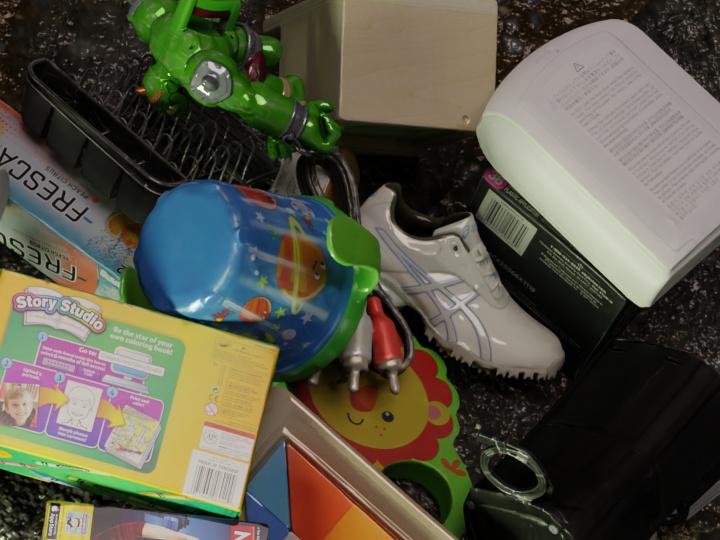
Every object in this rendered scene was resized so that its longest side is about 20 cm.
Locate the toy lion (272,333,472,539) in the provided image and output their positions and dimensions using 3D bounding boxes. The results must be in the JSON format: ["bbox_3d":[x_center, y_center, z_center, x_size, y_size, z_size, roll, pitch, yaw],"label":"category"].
[{"bbox_3d":[0.007,0.128,1.531,0.200,0.069,0.191,45,50,13],"label":"toy lion"}]

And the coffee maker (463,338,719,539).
[{"bbox_3d":[0.177,0.141,1.488,0.134,0.193,0.200,29,52,23],"label":"coffee maker"}]

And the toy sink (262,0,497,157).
[{"bbox_3d":[0.009,-0.151,1.650,0.129,0.200,0.113,3,87,-22],"label":"toy sink"}]

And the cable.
[{"bbox_3d":[0.000,0.000,1.537,0.096,0.050,0.202,9,68,-26],"label":"cable"}]

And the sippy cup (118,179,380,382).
[{"bbox_3d":[-0.084,-0.001,1.454,0.130,0.178,0.140,23,25,-51],"label":"sippy cup"}]

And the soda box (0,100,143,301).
[{"bbox_3d":[-0.236,-0.050,1.564,0.199,0.064,0.068,36,56,8],"label":"soda box"}]

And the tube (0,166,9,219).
[{"bbox_3d":[-0.354,-0.078,1.518,0.198,0.052,0.058,15,70,11],"label":"tube"}]

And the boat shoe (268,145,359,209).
[{"bbox_3d":[-0.067,-0.011,1.593,0.069,0.071,0.201,13,60,24],"label":"boat shoe"}]

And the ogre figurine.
[{"bbox_3d":[-0.105,-0.156,1.559,0.119,0.098,0.201,20,39,-43],"label":"ogre figurine"}]

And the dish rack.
[{"bbox_3d":[-0.152,-0.108,1.589,0.153,0.055,0.200,41,31,17],"label":"dish rack"}]

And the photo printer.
[{"bbox_3d":[0.195,-0.089,1.554,0.200,0.070,0.166,44,58,12],"label":"photo printer"}]

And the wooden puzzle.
[{"bbox_3d":[-0.047,0.208,1.422,0.200,0.037,0.185,40,90,13],"label":"wooden puzzle"}]

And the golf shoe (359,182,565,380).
[{"bbox_3d":[0.077,0.009,1.588,0.199,0.098,0.078,28,23,-1],"label":"golf shoe"}]

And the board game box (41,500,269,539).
[{"bbox_3d":[-0.120,0.264,1.367,0.198,0.062,0.202,8,73,-8],"label":"board game box"}]

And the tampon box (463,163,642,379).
[{"bbox_3d":[0.190,-0.049,1.648,0.150,0.127,0.200,40,57,10],"label":"tampon box"}]

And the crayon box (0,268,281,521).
[{"bbox_3d":[-0.163,0.086,1.394,0.198,0.058,0.120,16,67,-7],"label":"crayon box"}]
